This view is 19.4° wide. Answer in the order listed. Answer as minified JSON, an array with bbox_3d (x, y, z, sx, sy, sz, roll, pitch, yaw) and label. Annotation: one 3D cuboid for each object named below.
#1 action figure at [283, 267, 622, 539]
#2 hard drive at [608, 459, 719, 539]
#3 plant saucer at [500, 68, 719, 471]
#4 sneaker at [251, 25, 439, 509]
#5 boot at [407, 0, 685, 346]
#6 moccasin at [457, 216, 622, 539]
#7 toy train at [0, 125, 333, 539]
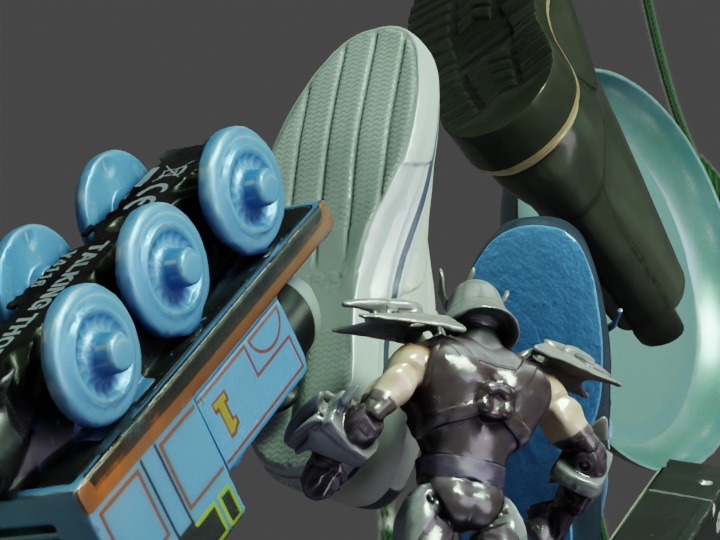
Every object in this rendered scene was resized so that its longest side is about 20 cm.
[{"bbox_3d":[0.035,0.090,0.763,0.129,0.069,0.202,10,65,-13],"label":"action figure"},{"bbox_3d":[0.114,0.180,0.882,0.200,0.038,0.141,-40,132,-61],"label":"hard drive"},{"bbox_3d":[0.127,0.002,1.034,0.199,0.027,0.202,22,61,-44],"label":"plant saucer"},{"bbox_3d":[0.000,0.000,0.855,0.071,0.072,0.202,41,55,-51],"label":"sneaker"},{"bbox_3d":[0.089,-0.065,0.951,0.139,0.077,0.201,51,25,-27],"label":"boot"},{"bbox_3d":[0.068,0.072,0.889,0.068,0.080,0.202,-44,140,-68],"label":"moccasin"},{"bbox_3d":[-0.076,0.033,0.732,0.200,0.086,0.115,-52,126,-49],"label":"toy train"}]
